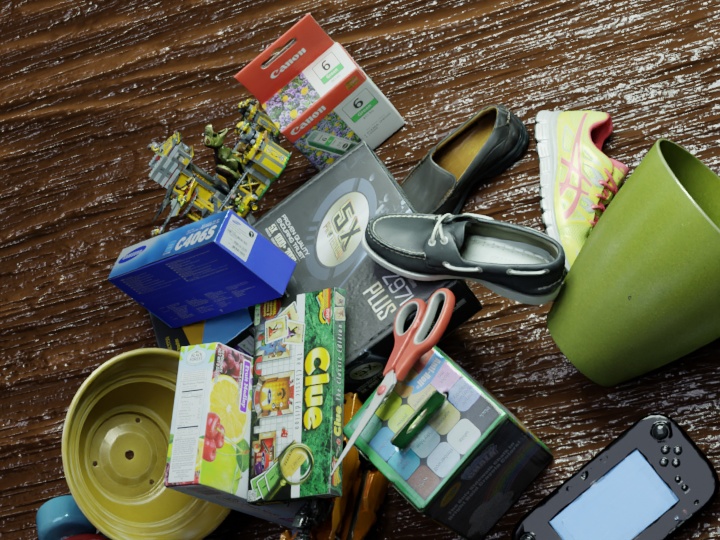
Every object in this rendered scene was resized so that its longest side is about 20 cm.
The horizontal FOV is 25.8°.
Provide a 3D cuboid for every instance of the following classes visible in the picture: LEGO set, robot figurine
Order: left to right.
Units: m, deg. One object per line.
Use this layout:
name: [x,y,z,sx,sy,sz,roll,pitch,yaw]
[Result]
LEGO set: [-0.161,-0.122,1.682,0.154,0.116,0.200,-51,17,18]
robot figurine: [-0.024,0.231,1.557,0.058,0.145,0.201,2,62,32]

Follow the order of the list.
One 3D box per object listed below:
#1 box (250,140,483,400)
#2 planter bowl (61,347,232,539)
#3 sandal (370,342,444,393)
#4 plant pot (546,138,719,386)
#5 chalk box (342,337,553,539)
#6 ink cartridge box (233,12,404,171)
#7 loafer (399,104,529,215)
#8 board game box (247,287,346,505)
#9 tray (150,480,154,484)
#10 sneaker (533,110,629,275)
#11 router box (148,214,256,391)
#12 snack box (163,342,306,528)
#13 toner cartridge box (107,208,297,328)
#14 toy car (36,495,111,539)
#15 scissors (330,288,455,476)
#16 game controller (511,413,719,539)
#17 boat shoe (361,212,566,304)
box: [0.000,0.000,1.599,0.163,0.086,0.201,-36,60,6]
planter bowl: [-0.220,0.184,1.591,0.083,0.199,0.202,-20,56,57]
sandal: [-0.012,0.082,1.641,0.199,0.045,0.076,8,64,12]
plant pot: [0.278,0.013,1.492,0.200,0.187,0.188,-46,57,21]
chalk box: [0.077,0.158,1.498,0.125,0.200,0.124,-47,58,0]
ink cartridge box: [-0.041,-0.181,1.690,0.109,0.200,0.050,-39,58,6]
loafer: [0.086,-0.105,1.675,0.200,0.072,0.073,-44,60,4]
board game box: [-0.061,0.121,1.514,0.104,0.023,0.201,-12,68,33]
tray: [-0.149,0.166,1.698,0.098,0.037,0.201,31,84,32]
sneaker: [0.229,-0.080,1.597,0.090,0.078,0.201,-9,68,15]
router box: [-0.154,0.035,1.704,0.149,0.051,0.200,-37,36,8]
snack box: [-0.105,0.168,1.577,0.053,0.200,0.143,-8,66,35]
toner cartridge box: [-0.162,0.001,1.591,0.199,0.095,0.043,-16,42,48]
toy car: [-0.209,0.317,1.599,0.199,0.177,0.185,-20,50,3]
scissors: [0.031,0.101,1.452,0.073,0.014,0.201,-7,49,48]
game controller: [0.240,0.228,1.486,0.200,0.042,0.104,-41,59,6]
boat shoe: [0.098,-0.026,1.494,0.199,0.060,0.076,11,56,6]
